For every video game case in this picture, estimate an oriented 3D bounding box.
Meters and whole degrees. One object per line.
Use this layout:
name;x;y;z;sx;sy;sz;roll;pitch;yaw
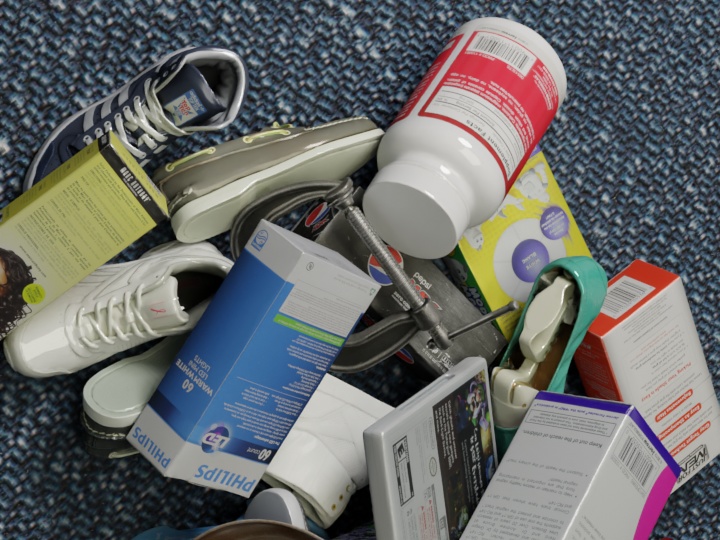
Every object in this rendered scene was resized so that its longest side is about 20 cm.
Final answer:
video game case;0.065;0.193;1.464;0.182;0.023;0.200;-29;115;-55

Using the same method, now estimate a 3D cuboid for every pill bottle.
pill bottle;0.083;-0.108;1.483;0.112;0.112;0.200;49;53;-21

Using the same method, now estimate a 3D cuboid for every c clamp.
c clamp;0.000;0.000;1.444;0.171;0.027;0.200;-35;109;22

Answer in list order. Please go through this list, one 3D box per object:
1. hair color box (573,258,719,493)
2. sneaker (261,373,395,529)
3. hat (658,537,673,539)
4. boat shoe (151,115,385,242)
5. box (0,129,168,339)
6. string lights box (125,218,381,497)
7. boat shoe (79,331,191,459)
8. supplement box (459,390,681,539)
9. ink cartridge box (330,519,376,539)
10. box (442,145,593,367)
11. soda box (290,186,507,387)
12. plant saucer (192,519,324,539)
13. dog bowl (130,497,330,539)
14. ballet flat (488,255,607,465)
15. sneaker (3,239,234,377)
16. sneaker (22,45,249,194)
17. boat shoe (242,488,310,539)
hair color box;0.258;0.101;1.618;0.101;0.061;0.200;-35;123;-20
sneaker;-0.002;0.166;1.502;0.200;0.074;0.116;28;74;-28
hat;0.219;0.305;1.580;0.176;0.166;0.200;33;80;-25
boat shoe;-0.073;-0.088;1.460;0.202;0.072;0.060;-24;68;-23
box;-0.245;-0.015;1.351;0.200;0.050;0.075;-37;109;3
string lights box;-0.081;0.070;1.379;0.103;0.059;0.200;25;100;-51
boat shoe;-0.141;0.091;1.445;0.200;0.076;0.060;-18;141;-34
supplement box;0.162;0.211;1.461;0.101;0.103;0.200;50;59;-37
ink cartridge box;0.032;0.261;1.489;0.200;0.050;0.109;-12;101;-62
box;0.144;-0.001;1.589;0.117;0.048;0.200;-35;110;-20
soda box;0.030;0.018;1.523;0.200;0.063;0.071;46;73;-22
plant saucer;-0.067;0.288;1.396;0.032;0.200;0.201;-19;106;-69
dog bowl;-0.109;0.256;1.477;0.200;0.050;0.112;-13;99;-25
ballet flat;0.144;0.076;1.529;0.070;0.067;0.200;17;98;-53
sneaker;-0.180;0.027;1.397;0.200;0.099;0.078;-26;105;-23
sneaker;-0.170;-0.107;1.388;0.200;0.108;0.070;-43;110;-18
boat shoe;-0.050;0.271;1.447;0.066;0.070;0.200;-8;93;-48
